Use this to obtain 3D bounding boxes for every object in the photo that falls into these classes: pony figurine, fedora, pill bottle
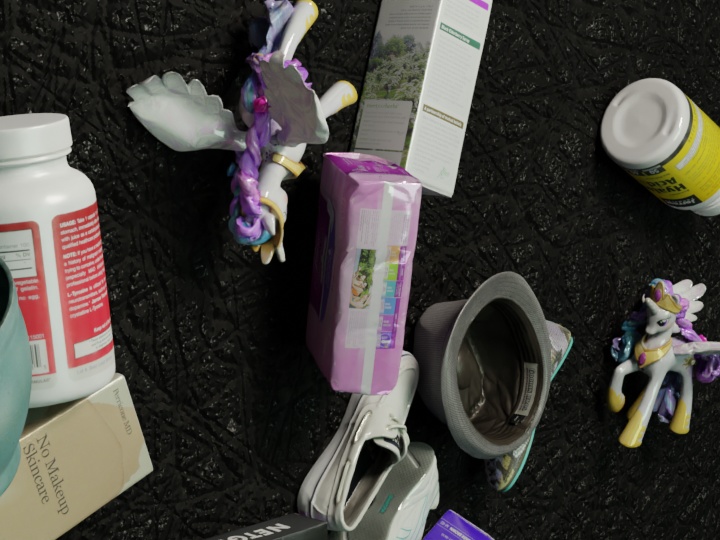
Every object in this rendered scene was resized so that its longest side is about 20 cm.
[{"bbox_3d":[0.379,0.099,1.783,0.193,0.166,0.201,-6,116,-42],"label":"pony figurine"},{"bbox_3d":[0.113,0.094,1.519,0.177,0.090,0.200,-53,131,-28],"label":"fedora"},{"bbox_3d":[-0.244,-0.009,1.086,0.112,0.112,0.201,-18,109,-45],"label":"pill bottle"},{"bbox_3d":[-0.078,-0.130,1.244,0.193,0.166,0.200,63,36,-44],"label":"pony figurine"},{"bbox_3d":[0.378,-0.138,1.764,0.200,0.111,0.112,29,75,-46],"label":"pill bottle"}]

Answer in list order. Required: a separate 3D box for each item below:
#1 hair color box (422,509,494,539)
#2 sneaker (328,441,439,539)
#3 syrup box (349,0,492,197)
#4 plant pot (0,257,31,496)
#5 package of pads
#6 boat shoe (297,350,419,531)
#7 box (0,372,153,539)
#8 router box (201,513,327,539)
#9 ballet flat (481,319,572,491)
[{"bbox_3d":[0.048,0.345,1.474,0.200,0.065,0.110,-45,156,-36],"label":"hair color box"},{"bbox_3d":[0.023,0.265,1.462,0.200,0.070,0.080,-49,136,-31],"label":"sneaker"},{"bbox_3d":[0.057,-0.178,1.422,0.081,0.079,0.201,18,82,-48],"label":"syrup box"},{"bbox_3d":[-0.303,0.092,0.984,0.200,0.200,0.135,-44,134,-35],"label":"plant pot"},{"bbox_3d":[0.000,0.000,1.336,0.075,0.121,0.201,1,106,-16],"label":"package of pads"},{"bbox_3d":[0.013,0.164,1.437,0.200,0.066,0.072,-54,131,-27],"label":"boat shoe"},{"bbox_3d":[-0.262,0.156,1.118,0.200,0.078,0.095,-35,120,-39],"label":"box"},{"bbox_3d":[-0.111,0.313,1.330,0.200,0.051,0.150,-7,99,-48],"label":"router box"},{"bbox_3d":[0.164,0.139,1.614,0.072,0.072,0.201,43,64,-43],"label":"ballet flat"}]
